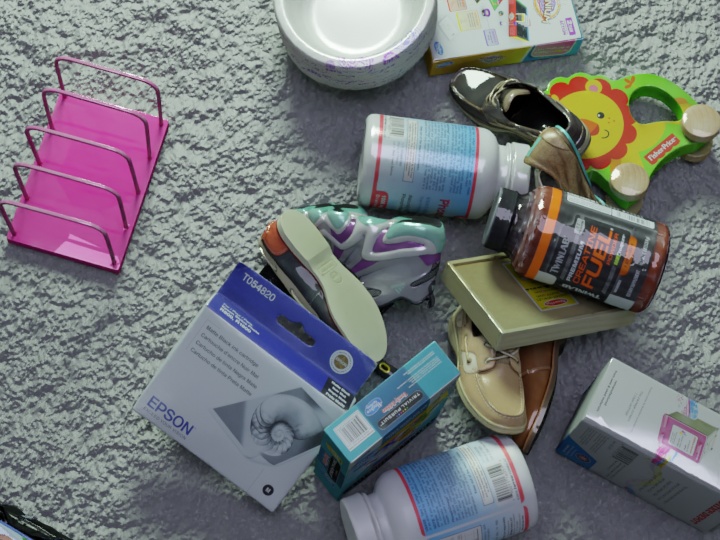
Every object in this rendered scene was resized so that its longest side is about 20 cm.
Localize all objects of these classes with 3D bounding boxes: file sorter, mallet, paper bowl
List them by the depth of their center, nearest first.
[{"bbox_3d":[-0.319,-0.126,1.672,0.137,0.126,0.202,15,70,1],"label":"file sorter"},{"bbox_3d":[-0.047,0.069,1.676,0.200,0.041,0.066,44,71,6],"label":"mallet"},{"bbox_3d":[-0.004,-0.317,1.770,0.198,0.105,0.203,-1,72,4],"label":"paper bowl"}]

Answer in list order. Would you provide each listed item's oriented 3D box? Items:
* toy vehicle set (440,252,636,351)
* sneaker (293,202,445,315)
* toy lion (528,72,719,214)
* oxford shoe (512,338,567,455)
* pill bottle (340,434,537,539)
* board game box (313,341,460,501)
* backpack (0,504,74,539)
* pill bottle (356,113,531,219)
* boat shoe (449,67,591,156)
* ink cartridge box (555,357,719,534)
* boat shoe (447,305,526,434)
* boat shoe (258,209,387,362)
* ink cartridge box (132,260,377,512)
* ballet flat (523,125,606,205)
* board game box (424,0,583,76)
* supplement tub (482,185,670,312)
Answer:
[{"bbox_3d":[0.206,0.026,1.655,0.198,0.027,0.125,-8,45,-30],"label":"toy vehicle set"},{"bbox_3d":[0.000,0.000,1.685,0.198,0.077,0.142,11,103,29],"label":"sneaker"},{"bbox_3d":[0.312,-0.174,1.783,0.199,0.069,0.192,-37,70,-15],"label":"toy lion"},{"bbox_3d":[0.194,0.117,1.664,0.070,0.072,0.202,14,59,4],"label":"oxford shoe"},{"bbox_3d":[0.084,0.257,1.572,0.198,0.109,0.110,-17,72,-10],"label":"pill bottle"},{"bbox_3d":[0.025,0.167,1.558,0.150,0.200,0.047,-37,77,-16],"label":"board game box"},{"bbox_3d":[-0.350,0.325,1.483,0.188,0.200,0.156,22,75,-4],"label":"backpack"},{"bbox_3d":[0.098,-0.120,1.715,0.197,0.109,0.110,7,70,-2],"label":"pill bottle"},{"bbox_3d":[0.190,-0.202,1.746,0.199,0.073,0.075,29,78,28],"label":"boat shoe"},{"bbox_3d":[0.334,0.197,1.603,0.198,0.145,0.085,29,69,6],"label":"ink cartridge box"},{"bbox_3d":[0.143,0.097,1.618,0.070,0.065,0.201,5,38,-20],"label":"boat shoe"},{"bbox_3d":[-0.044,0.027,1.641,0.201,0.062,0.071,54,40,5],"label":"boat shoe"},{"bbox_3d":[-0.114,0.128,1.583,0.199,0.041,0.201,36,97,-4],"label":"ink cartridge box"},{"bbox_3d":[0.252,-0.075,1.694,0.072,0.068,0.201,-38,117,-1],"label":"ballet flat"},{"bbox_3d":[0.168,-0.336,1.834,0.197,0.040,0.155,-9,72,-8],"label":"board game box"},{"bbox_3d":[0.240,-0.030,1.629,0.198,0.107,0.108,17,70,0],"label":"supplement tub"}]
